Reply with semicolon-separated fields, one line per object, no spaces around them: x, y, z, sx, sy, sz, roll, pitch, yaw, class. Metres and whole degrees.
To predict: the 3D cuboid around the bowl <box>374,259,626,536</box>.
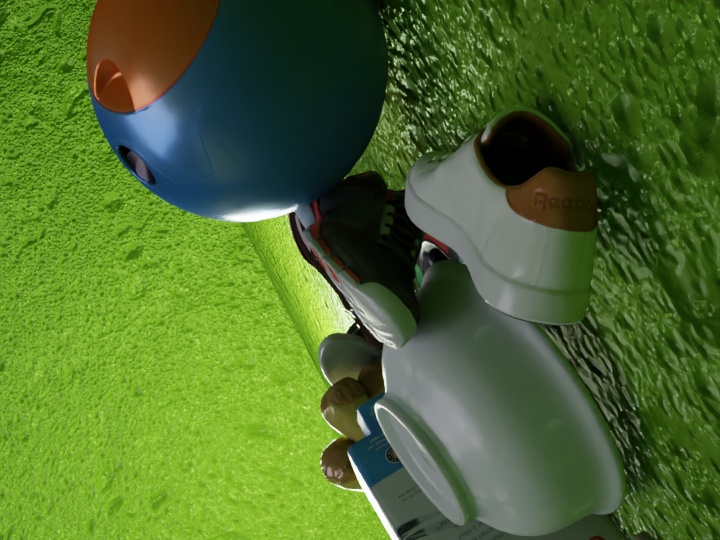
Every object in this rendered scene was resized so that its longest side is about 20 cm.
0.072;0.101;0.610;0.202;0.090;0.202;50;165;19;bowl

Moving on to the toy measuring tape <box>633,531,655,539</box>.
0.212;0.267;0.654;0.074;0.073;0.203;-135;41;-60;toy measuring tape

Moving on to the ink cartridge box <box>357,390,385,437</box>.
0.092;0.194;0.871;0.202;0.115;0.067;60;170;15;ink cartridge box

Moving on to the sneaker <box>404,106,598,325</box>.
0.076;-0.048;0.486;0.200;0.072;0.086;-123;39;-66;sneaker

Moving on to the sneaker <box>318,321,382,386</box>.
-0.004;0.096;1.117;0.199;0.071;0.100;32;-161;-51;sneaker

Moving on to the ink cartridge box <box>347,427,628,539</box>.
0.100;0.198;0.739;0.201;0.145;0.086;54;167;40;ink cartridge box

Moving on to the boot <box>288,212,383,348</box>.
0.000;0.000;0.993;0.201;0.072;0.166;58;170;-13;boot

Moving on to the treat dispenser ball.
-0.080;-0.134;0.617;0.202;0.199;0.201;59;171;16;treat dispenser ball

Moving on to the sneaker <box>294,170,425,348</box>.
0.010;-0.025;0.619;0.077;0.081;0.200;56;-178;-30;sneaker

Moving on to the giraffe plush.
0.065;0.203;1.007;0.161;0.171;0.203;3;112;55;giraffe plush

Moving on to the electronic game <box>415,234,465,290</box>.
0.085;0.037;0.693;0.201;0.041;0.200;60;171;16;electronic game
